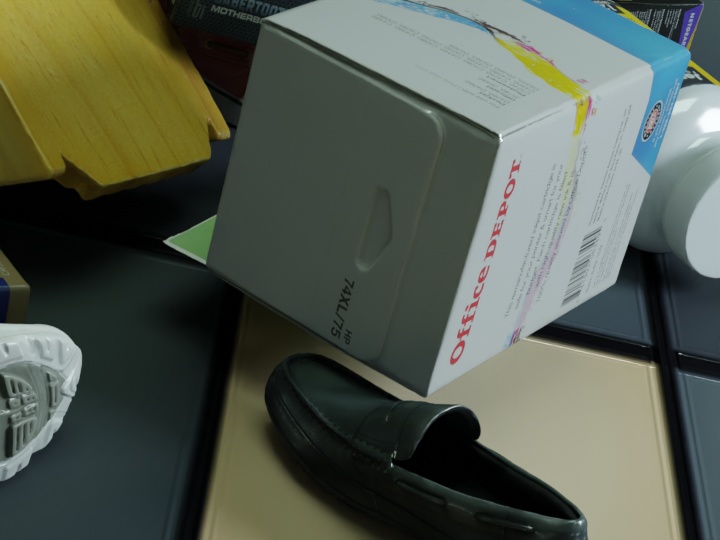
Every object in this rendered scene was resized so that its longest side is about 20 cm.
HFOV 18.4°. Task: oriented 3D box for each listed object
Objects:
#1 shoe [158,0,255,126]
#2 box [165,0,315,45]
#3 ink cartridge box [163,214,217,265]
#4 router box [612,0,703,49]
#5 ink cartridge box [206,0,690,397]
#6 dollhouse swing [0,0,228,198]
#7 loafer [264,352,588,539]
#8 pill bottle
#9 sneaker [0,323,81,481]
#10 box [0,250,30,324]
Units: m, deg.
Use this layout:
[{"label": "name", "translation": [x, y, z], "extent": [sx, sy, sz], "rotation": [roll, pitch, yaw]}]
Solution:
[{"label": "shoe", "translation": [-0.110, -0.174, 1.434], "extent": [0.200, 0.092, 0.071], "rotation": [34, 33, 32]}, {"label": "box", "translation": [-0.043, -0.192, 1.350], "extent": [0.157, 0.051, 0.200], "rotation": [14, 28, -17]}, {"label": "ink cartridge box", "translation": [0.000, 0.000, 1.221], "extent": [0.145, 0.048, 0.200], "rotation": [26, 32, 21]}, {"label": "router box", "translation": [0.136, -0.221, 1.677], "extent": [0.156, 0.053, 0.200], "rotation": [-4, 33, -32]}, {"label": "ink cartridge box", "translation": [0.046, -0.057, 1.141], "extent": [0.145, 0.148, 0.200], "rotation": [29, 31, 24]}, {"label": "dollhouse swing", "translation": [-0.219, -0.092, 1.247], "extent": [0.183, 0.175, 0.200], "rotation": [60, 25, 4]}, {"label": "loafer", "translation": [0.032, 0.089, 1.049], "extent": [0.068, 0.071, 0.200], "rotation": [-14, 39, -43]}, {"label": "pill bottle", "translation": [0.177, -0.081, 1.381], "extent": [0.111, 0.113, 0.200], "rotation": [-4, 33, -31]}, {"label": "sneaker", "translation": [-0.217, 0.053, 0.996], "extent": [0.199, 0.078, 0.099], "rotation": [-14, 36, -44]}, {"label": "box", "translation": [-0.280, -0.002, 1.110], "extent": [0.199, 0.033, 0.121], "rotation": [-7, 35, -33]}]
